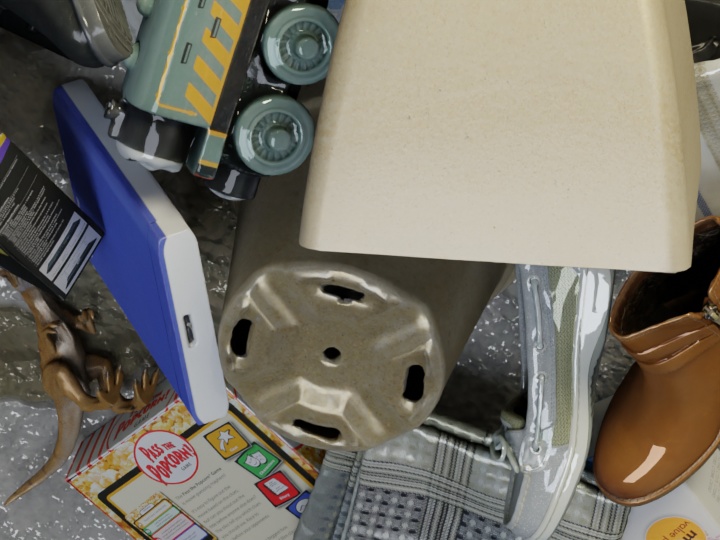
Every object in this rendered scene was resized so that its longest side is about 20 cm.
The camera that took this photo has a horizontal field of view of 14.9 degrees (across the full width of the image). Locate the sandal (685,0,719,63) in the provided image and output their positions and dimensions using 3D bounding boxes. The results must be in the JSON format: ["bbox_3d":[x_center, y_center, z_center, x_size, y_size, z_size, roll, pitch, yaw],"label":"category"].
[{"bbox_3d":[0.139,-0.121,1.595,0.199,0.045,0.075,2,125,12],"label":"sandal"}]

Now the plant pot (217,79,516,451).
[{"bbox_3d":[0.000,0.000,1.628,0.200,0.184,0.201,6,126,9],"label":"plant pot"}]

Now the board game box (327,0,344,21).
[{"bbox_3d":[0.012,-0.232,1.547,0.198,0.043,0.201,-1,125,15],"label":"board game box"}]

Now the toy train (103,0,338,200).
[{"bbox_3d":[-0.069,-0.140,1.520,0.114,0.085,0.201,14,104,-18],"label":"toy train"}]

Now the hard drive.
[{"bbox_3d":[-0.133,-0.014,1.651,0.025,0.200,0.132,-19,125,-15],"label":"hard drive"}]

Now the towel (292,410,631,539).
[{"bbox_3d":[0.058,0.176,1.757,0.199,0.035,0.193,20,132,5],"label":"towel"}]

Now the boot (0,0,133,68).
[{"bbox_3d":[-0.233,-0.128,1.507,0.199,0.165,0.066,-27,135,5],"label":"boot"}]

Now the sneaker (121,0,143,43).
[{"bbox_3d":[-0.118,-0.165,1.586,0.075,0.100,0.201,-24,119,-20],"label":"sneaker"}]

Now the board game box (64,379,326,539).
[{"bbox_3d":[-0.073,0.155,1.841,0.151,0.046,0.200,-35,111,31],"label":"board game box"}]

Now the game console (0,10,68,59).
[{"bbox_3d":[-0.208,-0.203,1.575,0.175,0.117,0.200,25,127,-5],"label":"game console"}]

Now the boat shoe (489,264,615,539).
[{"bbox_3d":[0.106,0.064,1.639,0.064,0.074,0.203,7,111,-4],"label":"boat shoe"}]

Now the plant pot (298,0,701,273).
[{"bbox_3d":[0.082,-0.119,1.444,0.199,0.200,0.178,4,110,8],"label":"plant pot"}]

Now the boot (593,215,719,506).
[{"bbox_3d":[0.182,0.052,1.611,0.200,0.155,0.077,-49,67,13],"label":"boot"}]

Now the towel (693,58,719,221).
[{"bbox_3d":[0.182,-0.067,1.601,0.199,0.024,0.147,-17,140,18],"label":"towel"}]

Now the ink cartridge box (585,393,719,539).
[{"bbox_3d":[0.197,0.177,1.778,0.115,0.068,0.200,-27,114,29],"label":"ink cartridge box"}]

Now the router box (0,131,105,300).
[{"bbox_3d":[-0.267,-0.068,1.631,0.200,0.052,0.157,26,170,24],"label":"router box"}]

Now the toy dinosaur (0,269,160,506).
[{"bbox_3d":[-0.190,0.074,1.817,0.106,0.060,0.201,17,125,32],"label":"toy dinosaur"}]
